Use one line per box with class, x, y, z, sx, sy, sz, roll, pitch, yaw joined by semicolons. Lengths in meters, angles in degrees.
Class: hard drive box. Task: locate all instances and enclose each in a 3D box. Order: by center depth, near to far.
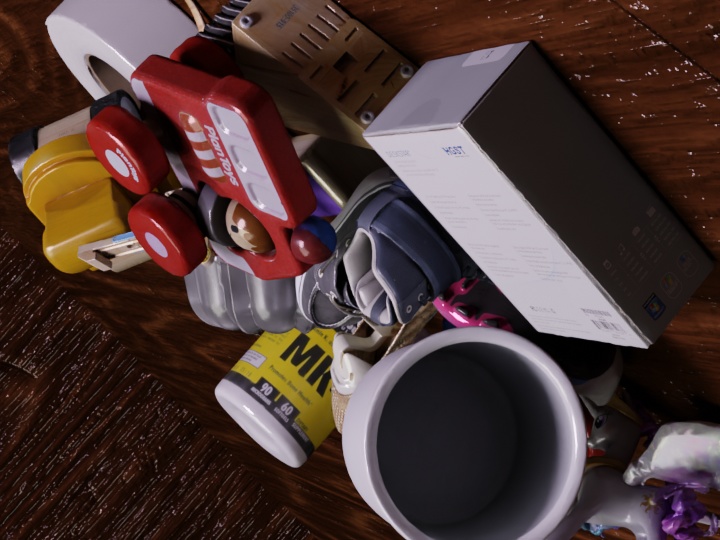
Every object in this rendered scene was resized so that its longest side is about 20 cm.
hard drive box;0.116;-0.048;1.159;0.200;0.077;0.156;47;165;-18

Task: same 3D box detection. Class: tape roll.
tape roll;-0.195;-0.185;1.603;0.202;0.071;0.203;39;166;12

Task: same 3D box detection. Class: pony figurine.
pony figurine;0.229;0.187;1.381;0.191;0.201;0.167;18;150;23

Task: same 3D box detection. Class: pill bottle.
pill bottle;-0.038;0.082;1.690;0.114;0.200;0.114;38;166;12

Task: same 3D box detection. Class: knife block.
knife block;-0.039;-0.144;1.322;0.199;0.064;0.176;39;166;12

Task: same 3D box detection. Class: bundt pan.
bundt pan;-0.066;0.010;1.563;0.201;0.200;0.077;14;108;62

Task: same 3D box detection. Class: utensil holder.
utensil holder;0.074;0.133;1.351;0.170;0.170;0.200;42;173;-2

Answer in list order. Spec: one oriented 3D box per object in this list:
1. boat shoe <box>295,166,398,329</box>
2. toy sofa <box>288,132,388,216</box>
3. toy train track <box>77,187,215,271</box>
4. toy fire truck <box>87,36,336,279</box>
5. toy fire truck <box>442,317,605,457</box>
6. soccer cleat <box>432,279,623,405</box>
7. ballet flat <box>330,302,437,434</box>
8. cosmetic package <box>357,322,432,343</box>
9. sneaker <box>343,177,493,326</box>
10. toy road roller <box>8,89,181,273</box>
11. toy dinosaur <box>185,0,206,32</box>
boat shoe;0.000;0.000;1.388;0.069;0.067;0.200;15;142;-21
toy sofa;-0.047;-0.071;1.485;0.083;0.098;0.200;46;164;-16
toy train track;-0.154;-0.022;1.447;0.198;0.033;0.114;-12;152;30
toy fire truck;-0.095;-0.067;1.274;0.167;0.112;0.201;25;148;43
toy fire truck;0.130;0.107;1.554;0.200;0.111;0.170;155;94;-76
soccer cleat;0.128;0.048;1.415;0.199;0.070;0.087;34;163;30
ballet flat;0.013;0.053;1.500;0.065;0.201;0.071;18;-160;-36
cosmetic package;0.061;0.113;1.639;0.050;0.084;0.200;-11;152;28
sneaker;0.075;0.006;1.289;0.203;0.147;0.077;48;162;-26
toy road roller;-0.230;-0.050;1.582;0.200;0.122;0.147;55;-160;-48
toy dinosaur;-0.116;-0.150;1.483;0.106;0.060;0.202;98;156;-72
